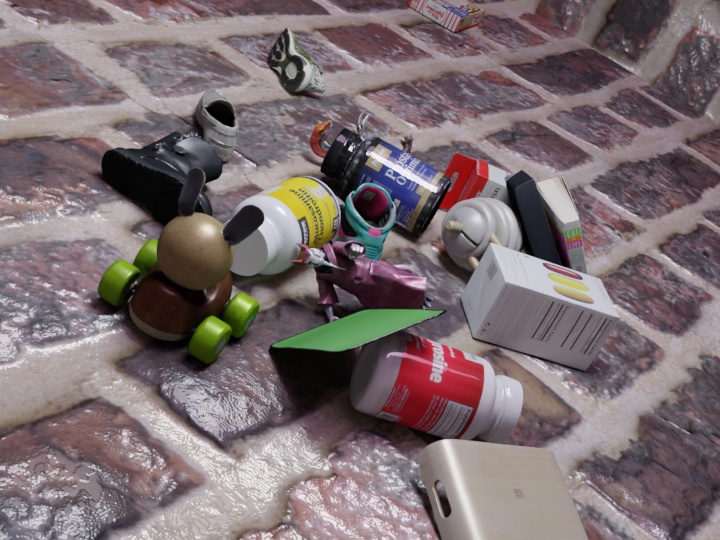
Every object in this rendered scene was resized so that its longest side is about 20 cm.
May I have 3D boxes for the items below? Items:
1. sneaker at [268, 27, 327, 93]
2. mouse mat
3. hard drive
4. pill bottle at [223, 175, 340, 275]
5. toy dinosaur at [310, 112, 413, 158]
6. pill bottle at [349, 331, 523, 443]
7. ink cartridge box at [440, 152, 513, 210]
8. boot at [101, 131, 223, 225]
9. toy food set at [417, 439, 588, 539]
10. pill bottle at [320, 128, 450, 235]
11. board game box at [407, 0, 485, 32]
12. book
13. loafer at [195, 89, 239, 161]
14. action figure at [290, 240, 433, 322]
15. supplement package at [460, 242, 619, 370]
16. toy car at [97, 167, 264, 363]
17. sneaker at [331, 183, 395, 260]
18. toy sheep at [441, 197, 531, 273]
[{"bbox_3d":[-0.119,-0.401,2.295,0.089,0.077,0.200,23,30,-36],"label":"sneaker"},{"bbox_3d":[-0.006,0.073,1.445,0.161,0.008,0.200,-20,9,-29],"label":"mouse mat"},{"bbox_3d":[0.290,-0.060,1.925,0.042,0.200,0.135,-19,12,3],"label":"hard drive"},{"bbox_3d":[-0.116,-0.059,1.640,0.112,0.112,0.200,33,28,12],"label":"pill bottle"},{"bbox_3d":[0.007,-0.202,2.016,0.181,0.105,0.200,-8,47,-34],"label":"toy dinosaur"},{"bbox_3d":[0.097,0.149,1.465,0.200,0.112,0.112,19,28,-15],"label":"pill bottle"},{"bbox_3d":[0.231,-0.111,2.028,0.200,0.116,0.067,22,28,-7],"label":"ink cartridge box"},{"bbox_3d":[-0.250,-0.134,1.692,0.200,0.076,0.168,31,31,22],"label":"boot"},{"bbox_3d":[0.172,0.280,1.378,0.200,0.060,0.144,9,43,-27],"label":"toy food set"},{"bbox_3d":[0.040,-0.151,1.936,0.200,0.112,0.112,30,27,5],"label":"pill bottle"},{"bbox_3d":[0.233,-0.704,3.132,0.151,0.046,0.200,33,28,13],"label":"board game box"},{"bbox_3d":[0.341,-0.035,1.928,0.048,0.200,0.134,-16,36,2],"label":"book"},{"bbox_3d":[-0.230,-0.252,1.920,0.070,0.070,0.200,14,30,-22],"label":"loafer"},{"bbox_3d":[0.000,0.000,1.609,0.200,0.134,0.149,26,30,-15],"label":"action figure"},{"bbox_3d":[0.272,0.056,1.780,0.200,0.110,0.114,17,29,-18],"label":"supplement package"},{"bbox_3d":[-0.194,-0.022,1.412,0.164,0.200,0.158,31,28,8],"label":"toy car"},{"bbox_3d":[-0.008,-0.088,1.774,0.084,0.121,0.200,10,31,-29],"label":"sneaker"},{"bbox_3d":[0.197,-0.055,1.891,0.138,0.138,0.200,45,14,31],"label":"toy sheep"}]
